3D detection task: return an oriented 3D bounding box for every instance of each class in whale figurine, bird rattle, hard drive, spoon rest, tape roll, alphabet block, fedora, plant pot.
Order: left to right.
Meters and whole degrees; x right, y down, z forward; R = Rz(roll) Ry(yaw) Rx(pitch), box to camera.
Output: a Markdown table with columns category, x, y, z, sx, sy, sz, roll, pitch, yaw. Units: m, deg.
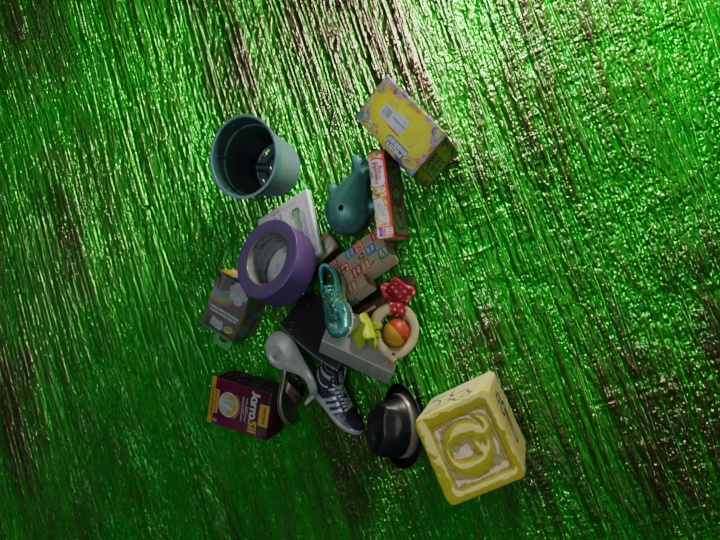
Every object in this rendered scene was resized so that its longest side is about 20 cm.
| category | x | y | z | sx | sy | sz | roll | pitch | yaw |
| --- | --- | --- | --- | --- | --- | --- | --- | --- | --- |
| plant pot | -0.259 | -0.282 | 1.418 | 0.192 | 0.195 | 0.210 | 0 | 91 | 20 |
| tape roll | -0.214 | -0.018 | 1.370 | 0.194 | 0.084 | 0.208 | -12 | 67 | 28 |
| spoon rest | -0.178 | 0.250 | 1.412 | 0.099 | 0.060 | 0.202 | -42 | 80 | 27 |
| hard drive | -0.102 | 0.162 | 1.417 | 0.197 | 0.043 | 0.136 | 35 | 63 | 13 |
| whale figurine | -0.022 | -0.192 | 1.383 | 0.155 | 0.103 | 0.207 | 23 | 98 | 18 |
| fedora | 0.072 | 0.385 | 1.321 | 0.198 | 0.089 | 0.210 | 4 | 94 | 60 |
| bird rattle | 0.072 | 0.125 | 1.293 | 0.199 | 0.112 | 0.165 | -43 | 100 | -23 |
| alphabet block | 0.258 | 0.377 | 1.242 | 0.191 | 0.199 | 0.202 | -30 | 82 | 18 |

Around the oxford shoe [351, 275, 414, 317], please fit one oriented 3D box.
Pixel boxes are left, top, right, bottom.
| category | x | y | z | sx | sy | sz | roll | pitch | yaw |
| --- | --- | --- | --- | --- | --- | --- | --- | --- | --- |
| oxford shoe | 0.063 | 0.081 | 1.389 | 0.196 | 0.072 | 0.072 | -31 | 111 | 16 |

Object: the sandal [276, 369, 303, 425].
| category | x | y | z | sx | sy | sz | roll | pitch | yaw |
| --- | --- | --- | --- | --- | --- | --- | --- | --- | --- |
| sandal | -0.184 | 0.318 | 1.462 | 0.055 | 0.079 | 0.210 | 3 | 91 | 23 |

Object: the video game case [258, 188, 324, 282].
| category | x | y | z | sx | sy | sz | roll | pitch | yaw |
| --- | --- | --- | --- | --- | --- | --- | --- | --- | --- |
| video game case | -0.191 | -0.091 | 1.447 | 0.178 | 0.024 | 0.206 | -28 | 61 | 21 |

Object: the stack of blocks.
| category | x | y | z | sx | sy | sz | roll | pitch | yaw |
| --- | --- | --- | --- | --- | --- | --- | --- | --- | --- |
| stack of blocks | 0.000 | 0.000 | 1.381 | 0.197 | 0.058 | 0.118 | -35 | 56 | 17 |

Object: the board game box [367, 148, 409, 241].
| category | x | y | z | sx | sy | sz | roll | pitch | yaw |
| --- | --- | --- | --- | --- | --- | --- | --- | --- | --- |
| board game box | 0.069 | -0.179 | 1.326 | 0.045 | 0.151 | 0.209 | -8 | 89 | 18 |

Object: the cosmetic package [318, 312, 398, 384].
| category | x | y | z | sx | sy | sz | roll | pitch | yaw |
| --- | --- | --- | --- | --- | --- | --- | --- | --- | --- |
| cosmetic package | 0.004 | 0.184 | 1.346 | 0.194 | 0.086 | 0.110 | 24 | 60 | 4 |

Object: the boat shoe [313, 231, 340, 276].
| category | x | y | z | sx | sy | sz | roll | pitch | yaw |
| --- | --- | --- | --- | --- | --- | --- | --- | --- | --- |
| boat shoe | -0.142 | -0.024 | 1.451 | 0.198 | 0.074 | 0.070 | -39 | 75 | 8 |

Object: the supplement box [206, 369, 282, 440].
| category | x | y | z | sx | sy | sz | roll | pitch | yaw |
| --- | --- | --- | --- | --- | --- | --- | --- | --- | --- |
| supplement box | -0.314 | 0.370 | 1.499 | 0.192 | 0.103 | 0.137 | 10 | 94 | 18 |

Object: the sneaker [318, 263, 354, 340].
| category | x | y | z | sx | sy | sz | roll | pitch | yaw |
| --- | --- | --- | --- | --- | --- | --- | --- | --- | --- |
| sneaker | -0.069 | 0.074 | 1.294 | 0.075 | 0.080 | 0.205 | -24 | 53 | 10 |

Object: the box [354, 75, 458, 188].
| category | x | y | z | sx | sy | sz | roll | pitch | yaw |
| --- | --- | --- | --- | --- | --- | --- | --- | --- | --- |
| box | 0.115 | -0.323 | 1.285 | 0.122 | 0.192 | 0.201 | -46 | 77 | 14 |

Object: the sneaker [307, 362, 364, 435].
| category | x | y | z | sx | sy | sz | roll | pitch | yaw |
| --- | --- | --- | --- | --- | --- | --- | --- | --- | --- |
| sneaker | -0.049 | 0.327 | 1.411 | 0.199 | 0.069 | 0.110 | 42 | 117 | 17 |

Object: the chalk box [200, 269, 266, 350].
| category | x | y | z | sx | sy | sz | roll | pitch | yaw |
| --- | --- | --- | --- | --- | --- | --- | --- | --- | --- |
| chalk box | -0.350 | 0.116 | 1.498 | 0.121 | 0.123 | 0.206 | 26 | 100 | 16 |
